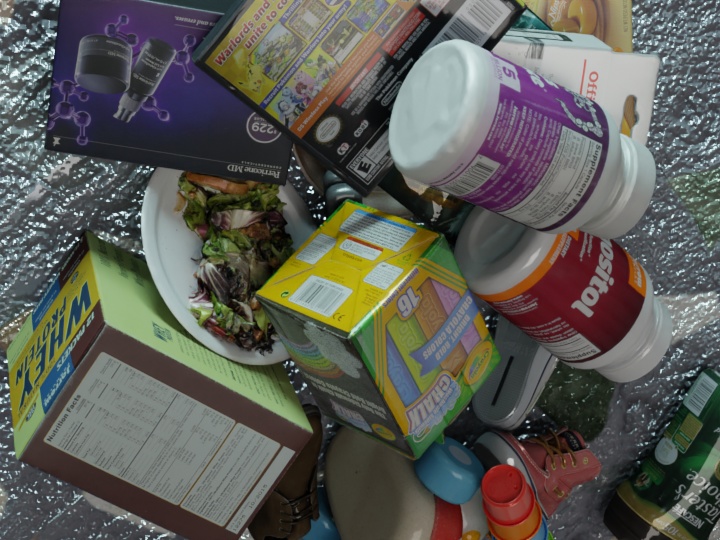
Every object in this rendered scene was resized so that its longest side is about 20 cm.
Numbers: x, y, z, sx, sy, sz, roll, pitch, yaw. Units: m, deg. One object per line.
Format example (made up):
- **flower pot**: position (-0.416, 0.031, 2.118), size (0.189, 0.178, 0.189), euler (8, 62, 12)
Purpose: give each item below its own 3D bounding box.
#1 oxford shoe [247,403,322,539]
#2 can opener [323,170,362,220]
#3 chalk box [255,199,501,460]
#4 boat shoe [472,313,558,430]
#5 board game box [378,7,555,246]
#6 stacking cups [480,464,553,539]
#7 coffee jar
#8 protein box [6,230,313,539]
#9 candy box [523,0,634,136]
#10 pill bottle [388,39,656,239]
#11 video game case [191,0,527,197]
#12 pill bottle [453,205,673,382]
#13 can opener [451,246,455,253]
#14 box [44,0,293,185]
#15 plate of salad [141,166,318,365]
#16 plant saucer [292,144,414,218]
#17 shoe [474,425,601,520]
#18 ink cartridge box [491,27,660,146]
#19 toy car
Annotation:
- **oxford shoe**: position (-0.060, 0.192, 1.331), size (0.072, 0.085, 0.201), euler (-18, 147, -24)
- **can opener**: position (0.000, 0.000, 1.321), size (0.066, 0.053, 0.201), euler (-10, 125, -2)
- **chalk box**: position (0.026, 0.064, 1.238), size (0.124, 0.124, 0.201), euler (-47, 133, -22)
- **boat shoe**: position (0.163, 0.058, 1.413), size (0.201, 0.073, 0.067), euler (-61, 156, -4)
- **board game box**: position (0.103, -0.131, 1.286), size (0.135, 0.028, 0.200), euler (38, 101, -20)
- **stacking cups**: position (0.138, 0.234, 1.340), size (0.060, 0.061, 0.200), euler (-33, 147, -3)
- **coffee jar**: position (0.341, 0.208, 1.509), size (0.104, 0.085, 0.201), euler (30, 99, -25)
- **protein box**: position (-0.175, 0.101, 1.243), size (0.199, 0.199, 0.135), euler (31, 102, -24)
- **candy box**: position (0.184, -0.171, 1.332), size (0.114, 0.055, 0.202), euler (-10, 113, -9)
- **pill bottle**: position (0.130, -0.094, 1.145), size (0.199, 0.112, 0.113), euler (20, 103, -30)
- **video game case**: position (0.000, -0.185, 1.143), size (0.180, 0.026, 0.200), euler (37, 101, -23)
- **pill bottle**: position (0.184, 0.015, 1.296), size (0.200, 0.113, 0.113), euler (36, 97, -33)
- **can opener**: position (0.113, -0.011, 1.364), size (0.199, 0.079, 0.063), euler (-20, 156, -2)
- **box**: position (-0.146, -0.159, 1.195), size (0.198, 0.079, 0.142), euler (8, 121, -9)
- **plate of salad**: position (-0.096, -0.020, 1.245), size (0.200, 0.201, 0.048), euler (39, 137, -26)
- **plant saucer**: position (0.029, -0.145, 1.307), size (0.199, 0.035, 0.202), euler (-6, 113, -14)
- **shoe**: position (0.173, 0.180, 1.421), size (0.091, 0.072, 0.200), euler (-39, 151, -5)
- **ink cartridge box**: position (0.139, -0.140, 1.236), size (0.198, 0.068, 0.117), euler (4, 109, -9)
- **toy car**: position (0.074, 0.227, 1.398), size (0.199, 0.177, 0.185), euler (21, 114, -36)
